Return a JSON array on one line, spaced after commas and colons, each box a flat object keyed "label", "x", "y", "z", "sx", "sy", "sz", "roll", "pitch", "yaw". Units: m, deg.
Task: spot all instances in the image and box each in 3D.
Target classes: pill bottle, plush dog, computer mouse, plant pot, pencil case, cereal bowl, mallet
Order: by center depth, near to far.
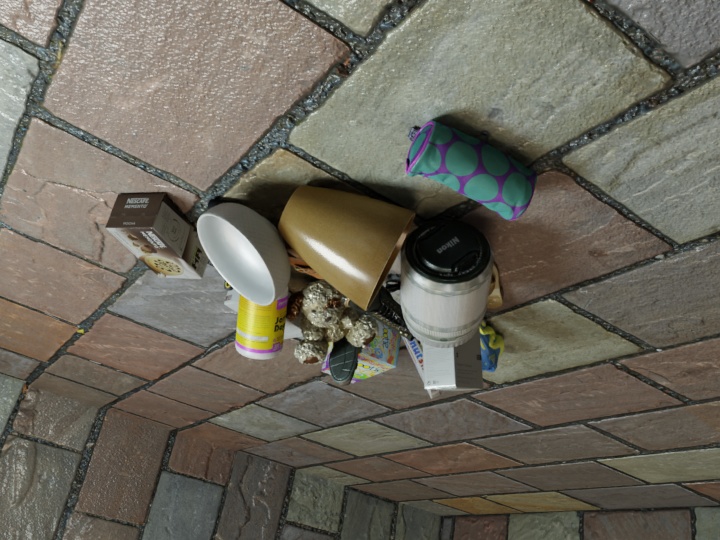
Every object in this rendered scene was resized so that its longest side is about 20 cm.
[{"label": "pencil case", "x": 0.162, "y": -0.146, "z": 1.011, "sx": 0.198, "sy": 0.086, "sz": 0.093, "roll": 22, "pitch": 135, "yaw": -19}, {"label": "plant pot", "x": -0.034, "y": -0.060, "z": 1.172, "sx": 0.199, "sy": 0.187, "sz": 0.187, "roll": 27, "pitch": 153, "yaw": 4}, {"label": "cereal bowl", "x": -0.195, "y": -0.040, "z": 1.219, "sx": 0.199, "sy": 0.083, "sz": 0.201, "roll": 32, "pitch": 147, "yaw": 24}, {"label": "mallet", "x": -0.249, "y": -0.046, "z": 1.321, "sx": 0.065, "sy": 0.041, "sz": 0.202, "roll": 3, "pitch": 124, "yaw": 10}, {"label": "computer mouse", "x": 0.070, "y": -0.005, "z": 1.353, "sx": 0.109, "sy": 0.044, "sz": 0.200, "roll": -1, "pitch": 150, "yaw": 24}, {"label": "pill bottle", "x": -0.208, "y": 0.078, "z": 1.453, "sx": 0.103, "sy": 0.104, "sz": 0.202, "roll": 9, "pitch": 108, "yaw": 4}, {"label": "plush dog", "x": -0.074, "y": 0.089, "z": 1.520, "sx": 0.198, "sy": 0.161, "sz": 0.173, "roll": -18, "pitch": 135, "yaw": -4}]

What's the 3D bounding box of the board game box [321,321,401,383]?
[{"label": "board game box", "x": 0.001, "y": 0.196, "z": 1.691, "sx": 0.102, "sy": 0.106, "sz": 0.200, "roll": 24, "pitch": 149, "yaw": -23}]

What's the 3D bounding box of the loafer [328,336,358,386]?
[{"label": "loafer", "x": -0.033, "y": 0.188, "z": 1.587, "sx": 0.071, "sy": 0.201, "sz": 0.063, "roll": -16, "pitch": 134, "yaw": 12}]

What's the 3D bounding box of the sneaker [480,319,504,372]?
[{"label": "sneaker", "x": 0.258, "y": 0.167, "z": 1.538, "sx": 0.199, "sy": 0.106, "sz": 0.075, "roll": 31, "pitch": 146, "yaw": -34}]

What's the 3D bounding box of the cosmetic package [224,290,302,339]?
[{"label": "cosmetic package", "x": -0.207, "y": 0.086, "z": 1.598, "sx": 0.101, "sy": 0.075, "sz": 0.200, "roll": -12, "pitch": 142, "yaw": 38}]

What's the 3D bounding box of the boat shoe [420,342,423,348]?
[{"label": "boat shoe", "x": 0.160, "y": 0.138, "z": 1.487, "sx": 0.071, "sy": 0.062, "sz": 0.201, "roll": -12, "pitch": 116, "yaw": 22}]

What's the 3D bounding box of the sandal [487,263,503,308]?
[{"label": "sandal", "x": 0.237, "y": 0.040, "z": 1.346, "sx": 0.077, "sy": 0.070, "sz": 0.212, "roll": -4, "pitch": 149, "yaw": 26}]

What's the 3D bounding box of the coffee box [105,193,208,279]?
[{"label": "coffee box", "x": -0.400, "y": -0.066, "z": 1.375, "sx": 0.112, "sy": 0.081, "sz": 0.200, "roll": 2, "pitch": 151, "yaw": 19}]

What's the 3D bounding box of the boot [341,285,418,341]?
[{"label": "boot", "x": 0.052, "y": 0.077, "z": 1.307, "sx": 0.138, "sy": 0.078, "sz": 0.200, "roll": 41, "pitch": -169, "yaw": 18}]

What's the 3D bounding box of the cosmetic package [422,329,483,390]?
[{"label": "cosmetic package", "x": 0.186, "y": 0.142, "z": 1.397, "sx": 0.081, "sy": 0.202, "sz": 0.112, "roll": -10, "pitch": 166, "yaw": 38}]

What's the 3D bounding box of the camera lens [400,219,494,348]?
[{"label": "camera lens", "x": 0.151, "y": 0.023, "z": 1.218, "sx": 0.158, "sy": 0.161, "sz": 0.201, "roll": 6, "pitch": 140, "yaw": 9}]

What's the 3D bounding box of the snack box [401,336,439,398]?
[{"label": "snack box", "x": 0.125, "y": 0.185, "z": 1.540, "sx": 0.024, "sy": 0.201, "sz": 0.072, "roll": -23, "pitch": 150, "yaw": -3}]

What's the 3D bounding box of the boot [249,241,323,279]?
[{"label": "boot", "x": -0.135, "y": -0.029, "z": 1.350, "sx": 0.199, "sy": 0.074, "sz": 0.154, "roll": 6, "pitch": 162, "yaw": 36}]
